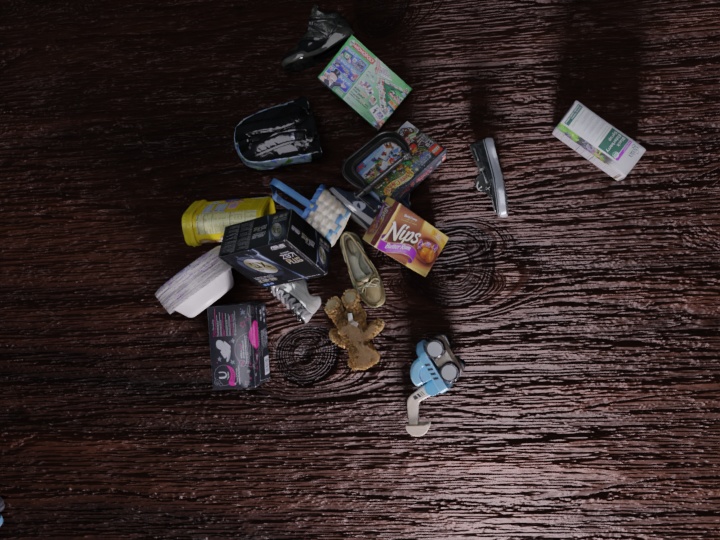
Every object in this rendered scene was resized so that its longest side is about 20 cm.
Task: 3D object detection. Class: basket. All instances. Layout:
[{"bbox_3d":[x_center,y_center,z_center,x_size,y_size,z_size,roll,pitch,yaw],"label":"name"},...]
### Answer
[{"bbox_3d":[-0.130,-0.146,1.550,0.199,0.176,0.140,35,84,1],"label":"basket"}]

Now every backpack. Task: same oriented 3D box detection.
[{"bbox_3d":[-0.213,-0.324,1.588,0.199,0.154,0.164,-18,90,-16],"label":"backpack"}]

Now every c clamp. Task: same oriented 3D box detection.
[{"bbox_3d":[0.046,-0.243,1.515,0.200,0.027,0.171,-45,58,-10],"label":"c clamp"}]

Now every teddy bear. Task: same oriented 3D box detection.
[{"bbox_3d":[-0.014,0.145,1.589,0.145,0.067,0.200,-41,82,8],"label":"teddy bear"}]

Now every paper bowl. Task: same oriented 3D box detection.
[{"bbox_3d":[-0.391,0.037,1.565,0.200,0.201,0.105,-37,96,5],"label":"paper bowl"}]

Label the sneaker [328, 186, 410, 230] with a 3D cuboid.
[{"bbox_3d":[0.032,-0.181,1.584,0.202,0.077,0.146,38,82,17],"label":"sneaker"}]

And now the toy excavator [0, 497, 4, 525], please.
[{"bbox_3d":[-1.031,0.718,1.685,0.193,0.100,0.202,-10,97,7],"label":"toy excavator"}]

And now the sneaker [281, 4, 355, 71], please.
[{"bbox_3d":[-0.124,-0.584,1.605,0.199,0.076,0.115,-30,84,2],"label":"sneaker"}]

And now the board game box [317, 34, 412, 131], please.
[{"bbox_3d":[0.011,-0.463,1.589,0.200,0.029,0.135,40,93,-6],"label":"board game box"}]

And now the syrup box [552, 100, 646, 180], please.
[{"bbox_3d":[0.563,-0.306,1.517,0.200,0.081,0.079,38,95,7],"label":"syrup box"}]

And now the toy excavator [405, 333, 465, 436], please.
[{"bbox_3d":[0.163,0.278,1.561,0.199,0.100,0.195,-33,84,18],"label":"toy excavator"}]

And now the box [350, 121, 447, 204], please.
[{"bbox_3d":[0.092,-0.255,1.545,0.200,0.038,0.136,-43,63,-11],"label":"box"}]

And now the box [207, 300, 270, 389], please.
[{"bbox_3d":[-0.300,0.181,1.586,0.114,0.132,0.202,-3,90,8],"label":"box"}]

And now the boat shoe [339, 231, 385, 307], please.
[{"bbox_3d":[0.002,-0.002,1.588,0.073,0.063,0.202,-21,87,6],"label":"boat shoe"}]

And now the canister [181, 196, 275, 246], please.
[{"bbox_3d":[-0.320,-0.125,1.583,0.198,0.149,0.087,-4,115,7],"label":"canister"}]

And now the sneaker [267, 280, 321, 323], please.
[{"bbox_3d":[-0.183,0.040,1.613,0.200,0.075,0.081,44,75,7],"label":"sneaker"}]

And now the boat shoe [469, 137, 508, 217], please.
[{"bbox_3d":[0.311,-0.221,1.559,0.070,0.072,0.202,-14,78,15],"label":"boat shoe"}]

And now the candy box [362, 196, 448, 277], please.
[{"bbox_3d":[0.110,-0.077,1.518,0.056,0.200,0.117,34,93,47],"label":"candy box"}]

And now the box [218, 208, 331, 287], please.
[{"bbox_3d":[-0.194,-0.046,1.474,0.199,0.164,0.087,-11,57,29],"label":"box"}]
